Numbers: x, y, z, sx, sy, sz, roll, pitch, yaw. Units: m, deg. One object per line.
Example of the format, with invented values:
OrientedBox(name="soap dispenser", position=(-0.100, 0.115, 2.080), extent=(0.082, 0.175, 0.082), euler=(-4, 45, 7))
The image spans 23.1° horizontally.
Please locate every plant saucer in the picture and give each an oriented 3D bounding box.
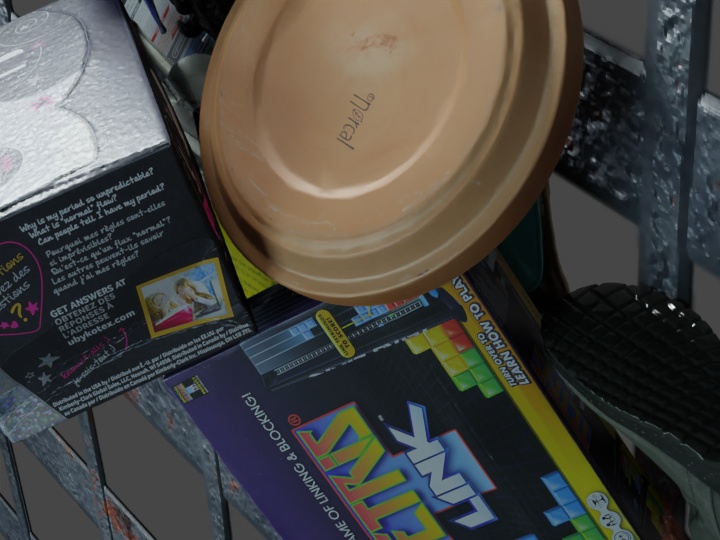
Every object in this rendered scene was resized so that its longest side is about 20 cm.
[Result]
OrientedBox(name="plant saucer", position=(0.005, -0.085, 0.792), extent=(0.199, 0.032, 0.202), euler=(-11, 70, 33))

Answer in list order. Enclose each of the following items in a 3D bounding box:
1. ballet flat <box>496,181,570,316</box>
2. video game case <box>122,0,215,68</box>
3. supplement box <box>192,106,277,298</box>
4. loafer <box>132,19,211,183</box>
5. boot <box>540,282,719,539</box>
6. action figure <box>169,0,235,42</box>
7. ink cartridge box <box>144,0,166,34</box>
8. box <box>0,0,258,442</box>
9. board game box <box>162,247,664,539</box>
OrientedBox(name="ballet flat", position=(0.074, 0.008, 0.878), extent=(0.063, 0.068, 0.201), euler=(-105, 8, -60))
OrientedBox(name="video game case", position=(-0.114, -0.086, 1.093), extent=(0.200, 0.018, 0.144), euler=(46, 116, 33))
OrientedBox(name="supplement box", position=(0.000, 0.000, 0.934), extent=(0.109, 0.108, 0.201), euler=(29, 137, 50))
OrientedBox(name="loafer", position=(-0.100, -0.093, 1.022), extent=(0.200, 0.070, 0.070), euler=(34, 178, 38))
OrientedBox(name="boot", position=(0.154, 0.101, 0.793), extent=(0.200, 0.067, 0.131), euler=(40, 150, 43))
OrientedBox(name="action figure", position=(-0.067, -0.176, 0.925), extent=(0.119, 0.102, 0.200), euler=(46, 174, 17))
OrientedBox(name="ink cartridge box", position=(-0.168, -0.224, 0.953), extent=(0.200, 0.040, 0.201), euler=(161, 84, -87))
OrientedBox(name="box", position=(-0.145, -0.037, 0.850), extent=(0.200, 0.131, 0.115), euler=(-116, 3, -57))
OrientedBox(name="board game box", position=(0.028, 0.084, 0.856), extent=(0.165, 0.057, 0.201), euler=(-27, 110, 24))
